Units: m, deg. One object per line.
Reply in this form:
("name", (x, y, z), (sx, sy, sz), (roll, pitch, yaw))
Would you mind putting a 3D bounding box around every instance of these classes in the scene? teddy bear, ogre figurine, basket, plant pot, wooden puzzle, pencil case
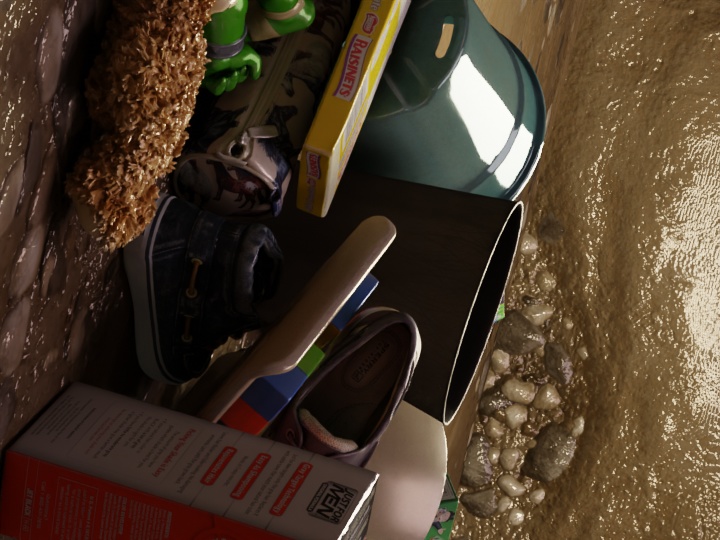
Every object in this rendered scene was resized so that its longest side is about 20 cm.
("teddy bear", (-0.113, -0.106, 1.065), (0.145, 0.066, 0.201), (47, 59, -80))
("ogre figurine", (-0.038, -0.214, 1.197), (0.199, 0.098, 0.120), (-28, 152, -6))
("basket", (0.000, 0.000, 1.408), (0.136, 0.199, 0.181), (-45, 152, -63))
("plant pot", (0.031, -0.147, 1.455), (0.196, 0.199, 0.201), (53, 52, -67))
("wooden puzzle", (-0.063, 0.068, 1.238), (0.200, 0.046, 0.185), (-42, -173, 40))
("pencil case", (-0.057, -0.131, 1.277), (0.089, 0.077, 0.201), (-37, -151, 61))
("plant pot", (-0.050, 0.152, 1.503), (0.134, 0.200, 0.201), (31, 70, -40))

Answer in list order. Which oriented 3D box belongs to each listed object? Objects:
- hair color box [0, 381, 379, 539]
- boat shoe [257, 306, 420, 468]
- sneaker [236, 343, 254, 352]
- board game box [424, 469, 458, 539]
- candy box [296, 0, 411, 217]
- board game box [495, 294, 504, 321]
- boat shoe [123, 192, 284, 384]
("hair color box", (-0.100, 0.136, 1.107), (0.102, 0.199, 0.062), (-51, 154, -63))
("boat shoe", (-0.026, 0.107, 1.209), (0.200, 0.072, 0.065), (-54, 178, -10))
("sneaker", (-0.099, 0.142, 1.352), (0.080, 0.075, 0.200), (-24, -155, 48))
("board game box", (0.030, 0.165, 1.598), (0.135, 0.029, 0.201), (99, -22, -43))
("candy box", (0.002, -0.144, 1.283), (0.102, 0.026, 0.201), (106, 4, -68))
("board game box", (0.028, 0.022, 1.659), (0.166, 0.199, 0.057), (84, -19, -61))
("boat shoe", (-0.099, 0.027, 1.252), (0.201, 0.090, 0.071), (86, 22, -60))
